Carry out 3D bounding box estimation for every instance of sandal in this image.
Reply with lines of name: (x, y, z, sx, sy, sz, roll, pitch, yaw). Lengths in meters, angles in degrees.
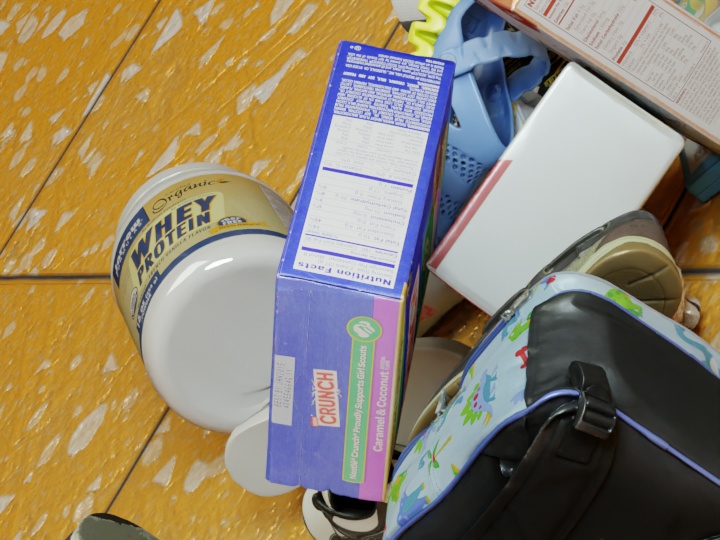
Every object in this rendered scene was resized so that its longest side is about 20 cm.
sandal: (0.057, -0.085, 1.790, 0.087, 0.079, 0.201, 20, 93, 36)

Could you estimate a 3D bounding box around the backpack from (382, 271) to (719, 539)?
backpack: (0.112, 0.115, 1.486, 0.200, 0.183, 0.147, -47, 21, 34)

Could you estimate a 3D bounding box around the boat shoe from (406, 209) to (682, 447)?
boat shoe: (0.102, 0.046, 1.570, 0.200, 0.073, 0.065, -42, 17, 28)

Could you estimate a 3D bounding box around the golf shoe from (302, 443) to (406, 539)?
golf shoe: (0.006, 0.131, 1.746, 0.200, 0.094, 0.078, -2, 55, 61)

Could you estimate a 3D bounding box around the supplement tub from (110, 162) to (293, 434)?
supplement tub: (-0.096, 0.014, 2.017, 0.144, 0.144, 0.200, -48, 25, 7)

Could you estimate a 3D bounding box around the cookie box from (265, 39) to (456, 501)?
cookie box: (0.000, 0.000, 1.649, 0.171, 0.075, 0.200, 95, -174, -46)

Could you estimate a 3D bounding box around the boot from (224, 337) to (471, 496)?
boot: (0.005, 0.076, 1.856, 0.200, 0.073, 0.090, -21, 18, 30)

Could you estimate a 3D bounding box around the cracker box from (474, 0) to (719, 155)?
cracker box: (0.156, -0.131, 1.660, 0.058, 0.200, 0.134, -57, 20, 3)

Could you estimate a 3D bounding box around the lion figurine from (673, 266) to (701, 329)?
lion figurine: (0.125, 0.082, 1.637, 0.200, 0.072, 0.122, -52, 22, 4)

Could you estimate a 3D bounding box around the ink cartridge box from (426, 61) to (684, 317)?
ink cartridge box: (0.115, -0.039, 1.697, 0.144, 0.084, 0.200, -55, -3, 4)

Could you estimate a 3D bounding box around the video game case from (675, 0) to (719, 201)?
video game case: (0.247, -0.143, 1.794, 0.143, 0.018, 0.200, -40, 27, 22)

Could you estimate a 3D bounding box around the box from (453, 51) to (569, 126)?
box: (0.103, -0.115, 1.966, 0.200, 0.049, 0.160, -39, 30, 25)

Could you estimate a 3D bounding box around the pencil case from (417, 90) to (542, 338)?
pencil case: (0.060, -0.032, 1.873, 0.200, 0.091, 0.083, -42, 9, 24)

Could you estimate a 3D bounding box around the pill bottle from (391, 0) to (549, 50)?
pill bottle: (0.110, -0.195, 1.883, 0.106, 0.106, 0.200, -58, 26, -15)

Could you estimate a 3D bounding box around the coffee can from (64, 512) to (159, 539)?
coffee can: (-0.190, 0.273, 1.824, 0.200, 0.146, 0.146, -44, 26, 14)
